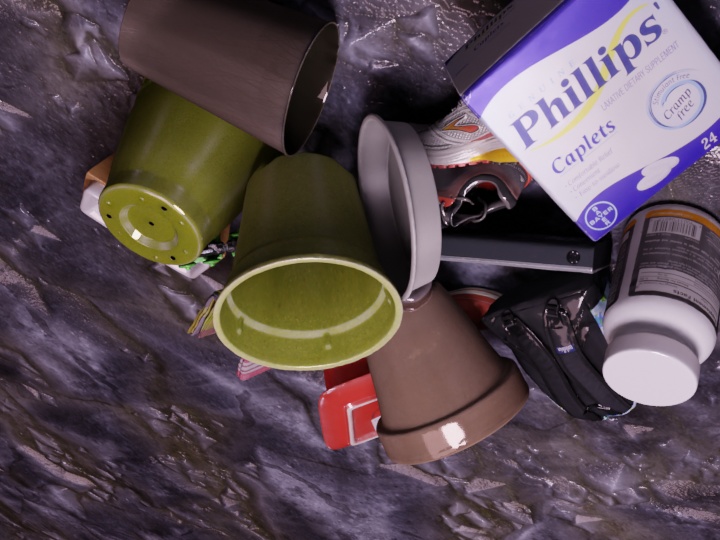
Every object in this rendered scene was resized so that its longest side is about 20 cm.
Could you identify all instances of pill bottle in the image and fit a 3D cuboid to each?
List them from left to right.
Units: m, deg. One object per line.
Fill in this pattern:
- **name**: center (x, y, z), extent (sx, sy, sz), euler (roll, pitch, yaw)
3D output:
- **pill bottle**: center (0.322, 0.035, 1.033), extent (0.116, 0.201, 0.117), euler (15, 144, 12)

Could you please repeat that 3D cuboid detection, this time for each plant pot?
- **plant pot**: center (-0.207, -0.117, 1.140), extent (0.199, 0.194, 0.201), euler (15, 144, 12)
- **plant pot**: center (-0.061, -0.021, 1.072), extent (0.199, 0.185, 0.201), euler (-4, 141, -3)
- **plant pot**: center (0.085, 0.114, 1.205), extent (0.200, 0.200, 0.176), euler (-21, 99, 44)

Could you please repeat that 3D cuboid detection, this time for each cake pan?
- **cake pan**: center (0.041, -0.069, 1.038), extent (0.036, 0.201, 0.201), euler (-10, 145, -13)

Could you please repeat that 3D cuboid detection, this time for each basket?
- **basket**: center (-0.139, -0.228, 1.019), extent (0.199, 0.137, 0.180), euler (25, 162, 5)

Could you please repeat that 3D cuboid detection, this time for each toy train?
- **toy train**: center (-0.137, -0.035, 1.205), extent (0.198, 0.056, 0.042), euler (-9, 98, -5)

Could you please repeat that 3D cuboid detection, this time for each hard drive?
- **hard drive**: center (0.177, -0.026, 1.108), extent (0.199, 0.139, 0.033), euler (6, 97, 22)

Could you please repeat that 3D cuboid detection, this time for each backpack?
- **backpack**: center (0.273, 0.094, 1.202), extent (0.163, 0.154, 0.201), euler (-22, 103, 39)

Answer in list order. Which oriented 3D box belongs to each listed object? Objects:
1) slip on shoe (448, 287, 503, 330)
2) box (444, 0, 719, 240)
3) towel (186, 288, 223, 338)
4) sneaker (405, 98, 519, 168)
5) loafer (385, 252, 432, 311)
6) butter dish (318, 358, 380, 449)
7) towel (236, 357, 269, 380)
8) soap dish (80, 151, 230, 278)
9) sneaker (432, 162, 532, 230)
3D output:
- **slip on shoe**: center (0.114, 0.065, 1.297), extent (0.198, 0.061, 0.074), euler (-1, 137, 18)
- **box**: center (0.210, -0.164, 0.868), extent (0.184, 0.105, 0.200), euler (-41, 114, 19)
- **towel**: center (-0.131, 0.032, 1.312), extent (0.023, 0.199, 0.144), euler (61, 149, 13)
- **sneaker**: center (0.124, -0.157, 1.025), extent (0.199, 0.078, 0.083), euler (-1, 110, 37)
- **loafer**: center (0.025, 0.010, 1.168), extent (0.200, 0.073, 0.071), euler (26, 151, 54)
- **butter dish**: center (0.020, 0.143, 1.393), extent (0.199, 0.148, 0.200), euler (-19, 148, -10)
- **towel**: center (-0.103, 0.077, 1.386), extent (0.030, 0.146, 0.200), euler (54, 150, 23)
- **soap dish**: center (-0.270, -0.075, 1.290), extent (0.199, 0.082, 0.157), euler (32, 164, -12)
- **sneaker**: center (0.097, -0.086, 1.105), extent (0.199, 0.082, 0.077), euler (-13, 131, 39)
